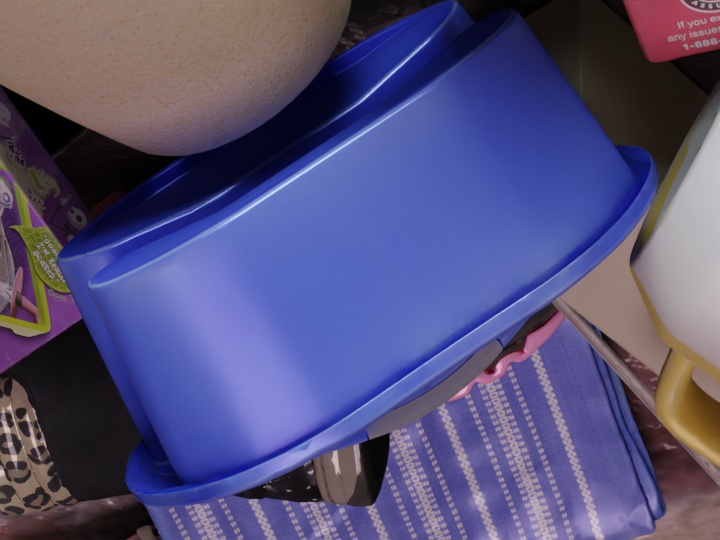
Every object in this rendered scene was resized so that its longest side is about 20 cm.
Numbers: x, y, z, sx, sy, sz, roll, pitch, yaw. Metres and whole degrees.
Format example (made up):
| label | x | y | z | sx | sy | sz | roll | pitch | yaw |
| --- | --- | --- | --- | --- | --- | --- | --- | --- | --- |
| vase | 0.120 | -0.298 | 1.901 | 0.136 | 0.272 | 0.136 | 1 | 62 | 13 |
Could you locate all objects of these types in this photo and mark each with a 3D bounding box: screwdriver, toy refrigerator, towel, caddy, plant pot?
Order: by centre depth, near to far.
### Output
| label | x | y | z | sx | sy | sz | roll | pitch | yaw |
| --- | --- | --- | --- | --- | --- | --- | --- | --- | --- |
| plant pot | -0.091 | -0.130 | 0.858 | 0.187 | 0.188 | 0.200 | -18 | 134 | 23 |
| caddy | 0.000 | 0.000 | 0.919 | 0.200 | 0.141 | 0.105 | -34 | 105 | -8 |
| screwdriver | 0.075 | 0.007 | 1.062 | 0.200 | 0.028 | 0.029 | 43 | 116 | -1 |
| toy refrigerator | 0.119 | -0.010 | 1.066 | 0.070 | 0.076 | 0.200 | -30 | 129 | 33 |
| towel | 0.018 | 0.091 | 1.177 | 0.199 | 0.024 | 0.145 | -22 | 129 | 1 |

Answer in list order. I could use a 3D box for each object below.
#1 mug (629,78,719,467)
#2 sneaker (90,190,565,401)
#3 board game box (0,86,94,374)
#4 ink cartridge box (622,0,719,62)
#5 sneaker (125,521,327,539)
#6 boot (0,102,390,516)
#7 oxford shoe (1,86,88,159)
| label | x | y | z | sx | sy | sz | roll | pitch | yaw |
| --- | --- | --- | --- | --- | --- | --- | --- | --- | --- |
| mug | 0.165 | 0.014 | 0.944 | 0.153 | 0.149 | 0.187 | 28 | 110 | 0 |
| sneaker | -0.017 | -0.002 | 1.097 | 0.199 | 0.079 | 0.096 | -6 | 126 | 10 |
| board game box | -0.179 | -0.048 | 1.006 | 0.120 | 0.032 | 0.200 | -31 | 95 | 39 |
| ink cartridge box | 0.128 | -0.171 | 0.875 | 0.145 | 0.085 | 0.200 | -11 | 134 | 17 |
| sneaker | -0.076 | 0.119 | 1.241 | 0.200 | 0.073 | 0.115 | -11 | 134 | 1 |
| boot | -0.078 | -0.004 | 1.041 | 0.153 | 0.074 | 0.204 | -7 | 106 | 14 |
| oxford shoe | -0.118 | -0.111 | 0.985 | 0.075 | 0.058 | 0.200 | 6 | 136 | 4 |
